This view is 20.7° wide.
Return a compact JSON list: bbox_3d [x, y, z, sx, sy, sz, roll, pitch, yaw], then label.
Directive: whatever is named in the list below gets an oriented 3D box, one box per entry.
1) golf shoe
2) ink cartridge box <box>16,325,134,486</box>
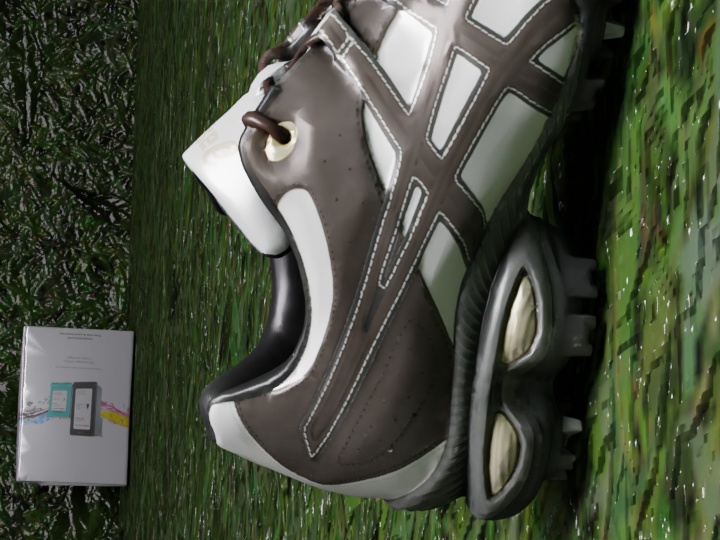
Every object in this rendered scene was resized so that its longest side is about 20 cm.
[{"bbox_3d":[0.008,-0.045,0.452,0.078,0.093,0.202,-173,87,-82],"label":"golf shoe"},{"bbox_3d":[-0.376,0.181,2.589,0.147,0.144,0.202,150,122,-78],"label":"ink cartridge box"}]
